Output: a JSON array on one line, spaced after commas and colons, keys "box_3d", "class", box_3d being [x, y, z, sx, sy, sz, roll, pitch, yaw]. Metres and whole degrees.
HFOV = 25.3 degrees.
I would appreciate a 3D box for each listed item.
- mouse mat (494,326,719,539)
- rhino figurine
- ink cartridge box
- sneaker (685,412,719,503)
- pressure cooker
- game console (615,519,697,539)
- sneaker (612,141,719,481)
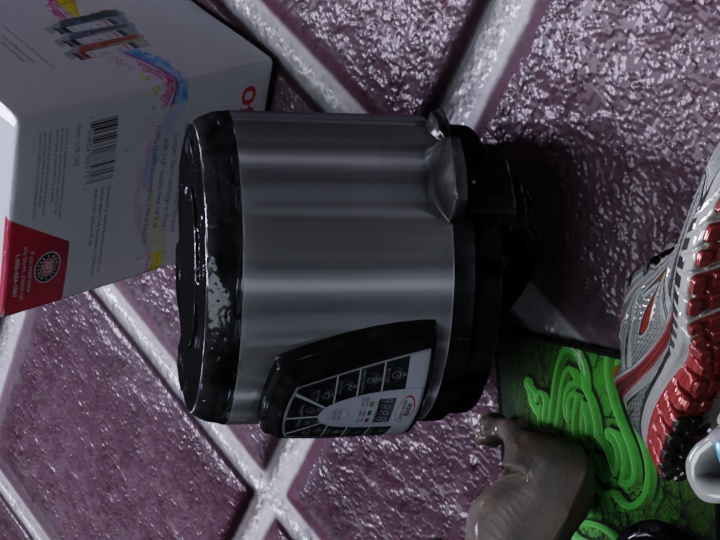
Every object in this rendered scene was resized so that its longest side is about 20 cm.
[{"box_3d": [0.142, 0.139, 0.930, 0.160, 0.007, 0.202, 13, 114, 44], "class": "mouse mat"}, {"box_3d": [0.070, 0.175, 0.902, 0.060, 0.201, 0.087, 39, 158, -28], "class": "rhino figurine"}, {"box_3d": [-0.181, -0.088, 1.046, 0.144, 0.199, 0.146, 38, 130, 34], "class": "ink cartridge box"}, {"box_3d": [0.206, 0.071, 0.717, 0.200, 0.086, 0.076, 115, 140, -63], "class": "sneaker"}, {"box_3d": [0.000, -0.003, 0.889, 0.176, 0.198, 0.181, -135, 47, -72], "class": "pressure cooker"}, {"box_3d": [0.163, 0.261, 0.860, 0.175, 0.117, 0.200, 32, 131, -4], "class": "game console"}, {"box_3d": [0.164, 0.009, 0.791, 0.082, 0.077, 0.201, 55, 144, 43], "class": "sneaker"}]
